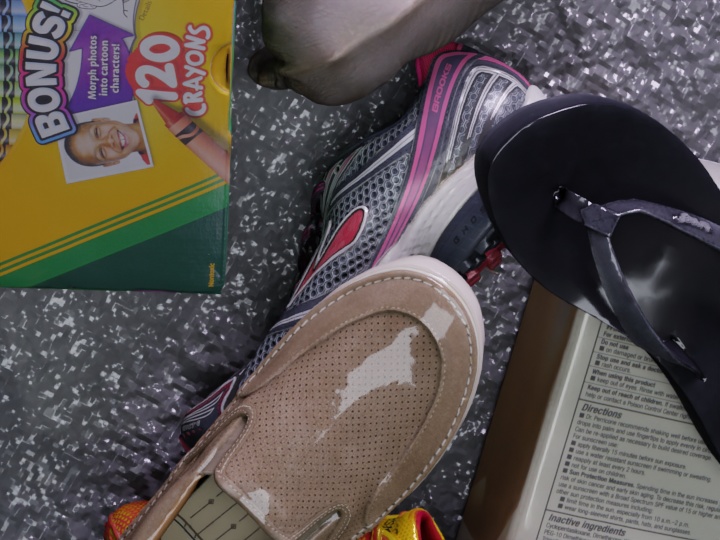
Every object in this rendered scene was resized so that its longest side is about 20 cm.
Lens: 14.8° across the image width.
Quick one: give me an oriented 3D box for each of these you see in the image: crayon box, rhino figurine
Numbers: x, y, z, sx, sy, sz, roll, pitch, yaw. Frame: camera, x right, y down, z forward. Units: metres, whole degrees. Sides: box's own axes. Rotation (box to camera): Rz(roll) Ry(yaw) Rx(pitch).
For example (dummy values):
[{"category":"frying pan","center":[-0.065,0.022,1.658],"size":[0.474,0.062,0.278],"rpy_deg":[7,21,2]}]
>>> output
[{"category":"crayon box","center":[-0.105,-0.090,1.018],"size":[0.119,0.058,0.200],"rpy_deg":[2,122,-4]},{"category":"rhino figurine","center":[0.042,-0.129,1.056],"size":[0.200,0.087,0.060],"rpy_deg":[-34,109,-1]}]

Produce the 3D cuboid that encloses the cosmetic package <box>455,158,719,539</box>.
[{"category":"cosmetic package","center":[0.115,0.053,1.125],"size":[0.105,0.071,0.200],"rpy_deg":[14,101,-15]}]

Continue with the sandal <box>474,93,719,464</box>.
[{"category":"sandal","center":[0.124,0.008,1.051],"size":[0.076,0.043,0.200],"rpy_deg":[-46,112,0]}]

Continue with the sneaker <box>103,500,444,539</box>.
[{"category":"sneaker","center":[-0.007,0.121,1.095],"size":[0.200,0.073,0.077],"rpy_deg":[16,103,16]}]

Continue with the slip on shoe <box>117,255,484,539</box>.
[{"category":"slip on shoe","center":[-0.031,0.078,1.028],"size":[0.200,0.061,0.076],"rpy_deg":[-43,91,14]}]

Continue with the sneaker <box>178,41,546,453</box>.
[{"category":"sneaker","center":[0.000,0.000,1.095],"size":[0.075,0.081,0.200],"rpy_deg":[43,93,11]}]
